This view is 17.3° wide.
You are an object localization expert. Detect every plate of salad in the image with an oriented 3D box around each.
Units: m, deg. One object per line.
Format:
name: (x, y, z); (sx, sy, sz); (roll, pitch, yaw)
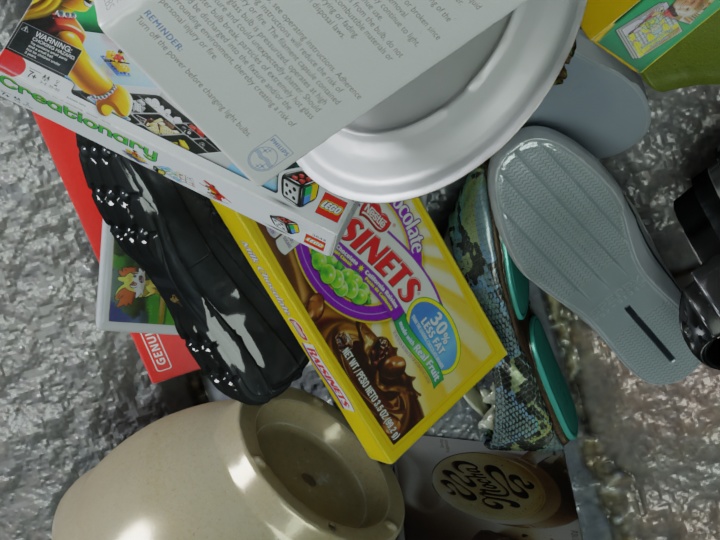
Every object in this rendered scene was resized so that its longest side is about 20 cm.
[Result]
plate of salad: (0.038, -0.124, 1.176); (0.200, 0.200, 0.048); (-43, 137, 18)

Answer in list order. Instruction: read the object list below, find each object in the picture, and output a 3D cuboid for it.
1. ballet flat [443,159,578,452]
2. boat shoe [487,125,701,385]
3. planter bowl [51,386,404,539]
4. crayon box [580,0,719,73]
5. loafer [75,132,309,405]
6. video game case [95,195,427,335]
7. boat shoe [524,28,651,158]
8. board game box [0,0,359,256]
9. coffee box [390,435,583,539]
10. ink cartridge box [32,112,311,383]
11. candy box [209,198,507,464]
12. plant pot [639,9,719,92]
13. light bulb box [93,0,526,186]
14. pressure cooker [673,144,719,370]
ballet flat: (0.074, 0.027, 1.401); (0.074, 0.074, 0.200); (-15, 114, 5)
boat shoe: (0.129, -0.014, 1.372); (0.074, 0.067, 0.200); (-30, 122, 8)
planter bowl: (-0.060, 0.151, 1.374); (0.200, 0.200, 0.135); (32, 118, -17)
crayon box: (0.163, -0.226, 1.165); (0.200, 0.173, 0.058); (-40, 144, 18)
loafer: (-0.088, -0.018, 1.304); (0.070, 0.068, 0.201); (-41, 114, -23)
video game case: (-0.052, -0.052, 1.332); (0.182, 0.022, 0.200); (4, 116, -7)
boat shoe: (0.094, -0.134, 1.315); (0.075, 0.086, 0.202); (-27, 145, 26)
board game box: (-0.076, -0.106, 1.244); (0.200, 0.126, 0.035); (26, 157, 2)
coffee box: (0.073, 0.184, 1.404); (0.113, 0.200, 0.080); (7, 116, -5)
ink cartridge box: (-0.075, -0.031, 1.377); (0.176, 0.045, 0.200); (-19, 116, 6)
candy box: (0.000, 0.000, 1.309); (0.102, 0.026, 0.200); (-43, 118, -24)
plant pot: (0.228, -0.181, 1.247); (0.193, 0.200, 0.200); (-15, 117, 19)
light bulb box: (-0.020, -0.184, 1.115); (0.200, 0.198, 0.125); (-34, 129, 13)
pressure cooker: (0.270, -0.009, 1.328); (0.200, 0.179, 0.176); (-37, 115, 14)
